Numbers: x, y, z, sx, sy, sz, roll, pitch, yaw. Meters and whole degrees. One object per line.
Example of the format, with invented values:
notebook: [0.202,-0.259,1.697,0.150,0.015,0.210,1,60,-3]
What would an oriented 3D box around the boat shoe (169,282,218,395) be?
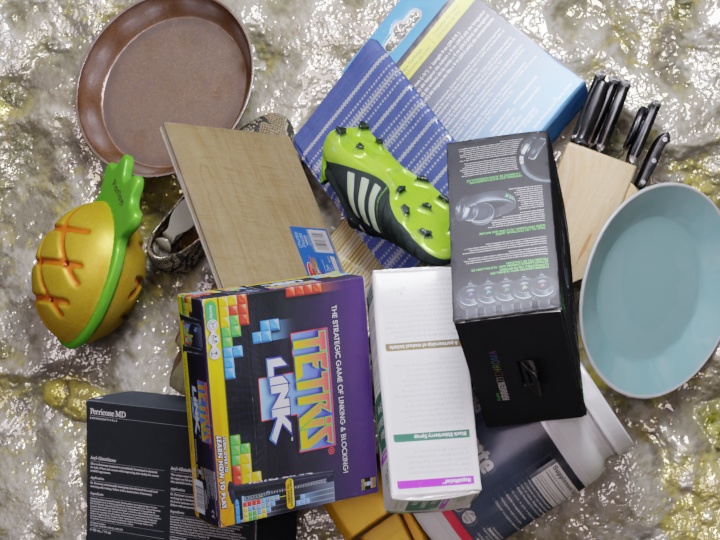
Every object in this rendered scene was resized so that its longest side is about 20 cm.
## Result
boat shoe: [-0.134,0.071,1.541,0.063,0.200,0.073,35,63,7]

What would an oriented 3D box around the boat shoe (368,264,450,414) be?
boat shoe: [0.068,0.044,1.510,0.072,0.060,0.202,31,68,9]

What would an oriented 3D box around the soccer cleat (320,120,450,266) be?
soccer cleat: [0.027,-0.057,1.494,0.200,0.067,0.081,50,138,38]

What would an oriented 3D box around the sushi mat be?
sushi mat: [0.000,0.000,1.559,0.095,0.012,0.200,31,60,14]

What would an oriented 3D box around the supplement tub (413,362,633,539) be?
supplement tub: [0.135,0.163,1.494,0.199,0.140,0.141,-34,78,5]

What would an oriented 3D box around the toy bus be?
toy bus: [-0.013,0.192,1.550,0.065,0.078,0.201,-34,77,5]

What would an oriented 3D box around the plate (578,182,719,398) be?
plate: [0.268,0.017,1.490,0.026,0.199,0.201,18,84,54]

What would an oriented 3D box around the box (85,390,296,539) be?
box: [-0.161,0.194,1.538,0.199,0.079,0.142,4,97,30]

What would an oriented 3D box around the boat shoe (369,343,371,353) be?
boat shoe: [0.015,0.062,1.572,0.199,0.071,0.071,24,60,7]

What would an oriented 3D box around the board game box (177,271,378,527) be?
board game box: [-0.071,0.111,1.433,0.164,0.057,0.202,-9,98,-30]

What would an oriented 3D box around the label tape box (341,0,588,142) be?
label tape box: [0.103,-0.181,1.587,0.200,0.066,0.143,40,91,18]

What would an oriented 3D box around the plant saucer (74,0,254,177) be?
plant saucer: [-0.194,-0.185,1.642,0.199,0.034,0.202,-6,72,19]

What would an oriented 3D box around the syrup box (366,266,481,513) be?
syrup box: [0.053,0.105,1.407,0.081,0.079,0.201,-3,73,-4]

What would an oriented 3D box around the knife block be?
knife block: [0.205,-0.085,1.538,0.199,0.064,0.177,-24,89,7]

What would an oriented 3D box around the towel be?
towel: [0.026,-0.104,1.548,0.145,0.024,0.200,-50,62,29]

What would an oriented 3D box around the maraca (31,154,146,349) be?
maraca: [-0.259,-0.016,1.595,0.201,0.106,0.137,-63,35,20]

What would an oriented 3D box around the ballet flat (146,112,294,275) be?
ballet flat: [-0.141,-0.078,1.612,0.068,0.075,0.200,41,91,14]

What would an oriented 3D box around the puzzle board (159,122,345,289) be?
puzzle board: [-0.098,-0.051,1.528,0.017,0.150,0.201,-46,55,38]

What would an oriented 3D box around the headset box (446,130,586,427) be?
headset box: [0.134,0.015,1.391,0.092,0.175,0.201,-7,53,10]
